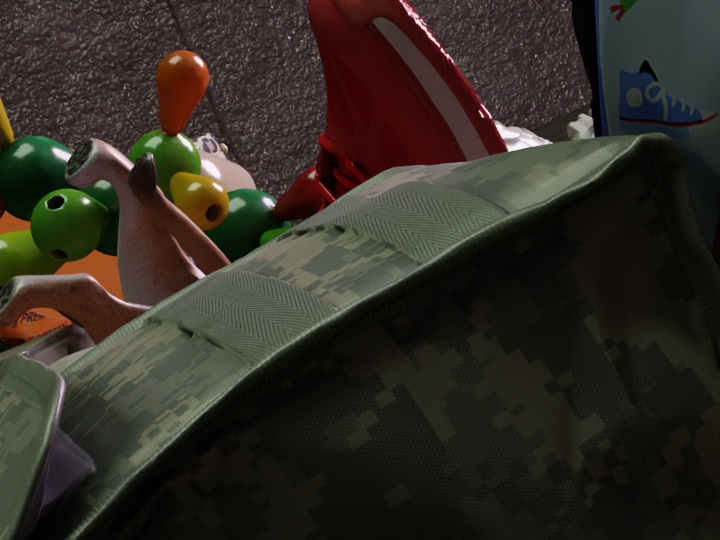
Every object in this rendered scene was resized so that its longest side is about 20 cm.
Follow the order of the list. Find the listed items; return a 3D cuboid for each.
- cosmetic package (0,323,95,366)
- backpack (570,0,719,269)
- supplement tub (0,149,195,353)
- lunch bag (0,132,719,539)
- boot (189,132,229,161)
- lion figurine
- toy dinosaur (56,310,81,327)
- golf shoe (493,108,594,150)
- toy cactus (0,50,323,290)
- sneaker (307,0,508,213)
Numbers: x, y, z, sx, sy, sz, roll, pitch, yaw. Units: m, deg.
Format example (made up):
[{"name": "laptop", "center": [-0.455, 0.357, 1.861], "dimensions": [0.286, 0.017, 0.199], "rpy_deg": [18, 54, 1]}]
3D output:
[{"name": "cosmetic package", "center": [-0.190, 0.106, 0.887], "dimensions": [0.200, 0.103, 0.087], "rpy_deg": [-21, 3, 11]}, {"name": "backpack", "center": [0.142, -0.044, 0.507], "dimensions": [0.190, 0.200, 0.154], "rpy_deg": [-30, 20, -35]}, {"name": "supplement tub", "center": [-0.141, 0.031, 1.021], "dimensions": [0.122, 0.123, 0.200], "rpy_deg": [-25, -18, -22]}, {"name": "lunch bag", "center": [-0.026, 0.061, 0.459], "dimensions": [0.200, 0.118, 0.164], "rpy_deg": [-31, 7, -11]}, {"name": "boot", "center": [-0.054, -0.006, 1.193], "dimensions": [0.073, 0.154, 0.204], "rpy_deg": [-21, 5, 28]}, {"name": "lion figurine", "center": [-0.092, 0.048, 0.744], "dimensions": [0.200, 0.122, 0.072], "rpy_deg": [-39, 30, 31]}, {"name": "toy dinosaur", "center": [-0.057, 0.037, 0.859], "dimensions": [0.200, 0.058, 0.101], "rpy_deg": [8, 18, 7]}, {"name": "golf shoe", "center": [0.085, -0.009, 0.848], "dimensions": [0.200, 0.078, 0.097], "rpy_deg": [-19, 45, -42]}, {"name": "toy cactus", "center": [-0.088, -0.034, 0.853], "dimensions": [0.200, 0.102, 0.165], "rpy_deg": [3, 5, 19]}, {"name": "sneaker", "center": [0.000, 0.000, 0.734], "dimensions": [0.115, 0.200, 0.078], "rpy_deg": [-29, 33, -2]}]
